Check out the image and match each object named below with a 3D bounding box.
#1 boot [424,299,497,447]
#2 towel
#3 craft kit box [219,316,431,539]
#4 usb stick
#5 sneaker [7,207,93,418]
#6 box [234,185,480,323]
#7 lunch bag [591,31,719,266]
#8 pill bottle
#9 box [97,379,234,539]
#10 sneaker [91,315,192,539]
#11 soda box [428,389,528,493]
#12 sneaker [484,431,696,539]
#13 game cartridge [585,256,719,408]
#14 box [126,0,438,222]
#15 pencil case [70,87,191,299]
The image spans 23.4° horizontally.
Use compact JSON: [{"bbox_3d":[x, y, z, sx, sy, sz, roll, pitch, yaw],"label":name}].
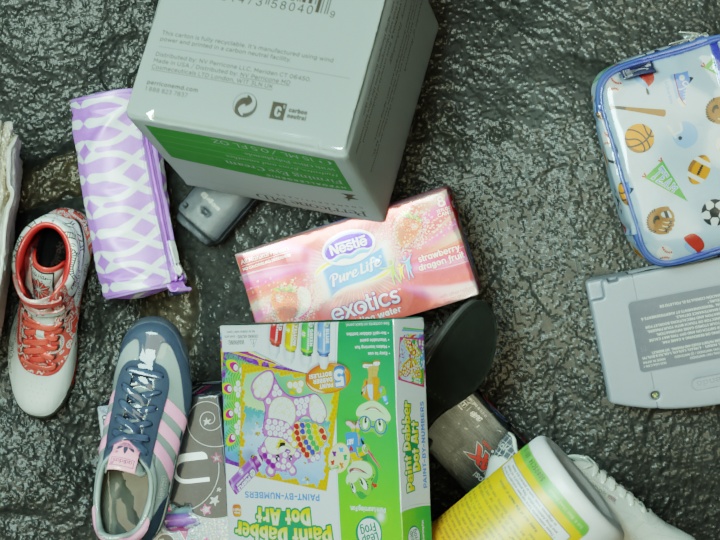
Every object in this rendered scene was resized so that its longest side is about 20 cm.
[{"bbox_3d":[0.012,0.092,1.546,0.200,0.174,0.069,-53,128,-13],"label":"boot"},{"bbox_3d":[-0.325,-0.025,1.550,0.034,0.133,0.200,6,79,-7],"label":"towel"},{"bbox_3d":[-0.031,0.140,1.452,0.200,0.048,0.198,-4,90,41],"label":"craft kit box"},{"bbox_3d":[-0.090,-0.109,1.595,0.055,0.033,0.200,41,96,0],"label":"usb stick"},{"bbox_3d":[-0.292,0.042,1.583,0.067,0.108,0.202,14,95,4],"label":"sneaker"},{"bbox_3d":[0.000,0.000,1.563,0.200,0.095,0.103,-16,92,6],"label":"box"},{"bbox_3d":[0.296,-0.112,1.544,0.160,0.076,0.200,-15,94,3],"label":"lunch bag"},{"bbox_3d":[0.109,0.239,1.437,0.200,0.111,0.111,-40,90,7],"label":"pill bottle"},{"bbox_3d":[-0.157,0.206,1.571,0.115,0.132,0.200,-7,93,6],"label":"box"},{"bbox_3d":[-0.185,0.139,1.464,0.070,0.082,0.200,5,90,7],"label":"sneaker"},{"bbox_3d":[0.120,0.175,1.581,0.071,0.063,0.200,-42,89,6],"label":"soda box"},{"bbox_3d":[0.204,0.206,1.512,0.200,0.076,0.081,18,86,2],"label":"sneaker"},{"bbox_3d":[0.313,0.054,1.569,0.200,0.042,0.133,-11,101,5],"label":"game cartridge"},{"bbox_3d":[-0.061,-0.173,1.480,0.199,0.171,0.200,11,76,16],"label":"box"},{"bbox_3d":[-0.209,-0.069,1.580,0.085,0.084,0.200,-8,95,41],"label":"pencil case"}]
